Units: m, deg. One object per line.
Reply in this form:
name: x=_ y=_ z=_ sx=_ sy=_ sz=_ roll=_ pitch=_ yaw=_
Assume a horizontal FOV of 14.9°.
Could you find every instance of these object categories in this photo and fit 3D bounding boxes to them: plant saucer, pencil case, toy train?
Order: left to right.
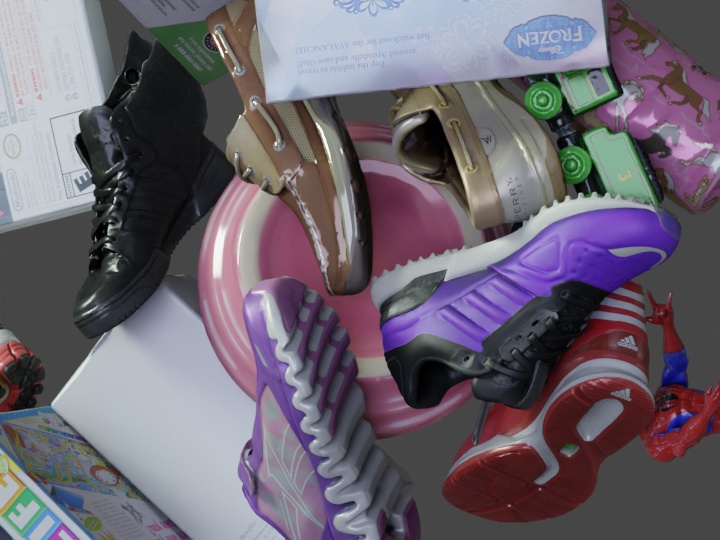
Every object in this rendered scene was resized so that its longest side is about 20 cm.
plant saucer: x=0.000 y=0.000 z=1.671 sx=0.199 sy=0.051 sz=0.202 roll=1 pitch=71 yaw=-2
toy train: x=0.119 y=-0.114 z=1.602 sx=0.056 sy=0.042 sz=0.201 roll=-24 pitch=88 yaw=10
pencil case: x=0.155 y=-0.118 z=1.653 sx=0.200 sy=0.083 sz=0.087 roll=40 pitch=105 yaw=12

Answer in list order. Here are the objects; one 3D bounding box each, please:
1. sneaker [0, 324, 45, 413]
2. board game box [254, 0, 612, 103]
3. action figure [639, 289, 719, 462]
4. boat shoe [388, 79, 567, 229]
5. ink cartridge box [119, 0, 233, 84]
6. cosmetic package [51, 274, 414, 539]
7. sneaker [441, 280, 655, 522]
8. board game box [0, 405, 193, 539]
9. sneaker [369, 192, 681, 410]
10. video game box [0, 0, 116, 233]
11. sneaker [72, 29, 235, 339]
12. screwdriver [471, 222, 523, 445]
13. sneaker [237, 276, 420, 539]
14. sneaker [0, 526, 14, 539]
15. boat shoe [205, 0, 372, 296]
sneaker: x=-0.288 y=0.111 z=1.784 sx=0.082 sy=0.078 sz=0.200 roll=43 pitch=98 yaw=26
board game box: x=0.034 y=-0.205 z=1.557 sx=0.199 sy=0.043 sz=0.200 roll=-5 pitch=99 yaw=8
action figure: x=0.233 y=0.069 z=1.627 sx=0.199 sy=0.065 sz=0.099 roll=-1 pitch=135 yaw=16
boat shoe: x=0.050 y=-0.085 z=1.633 sx=0.069 sy=0.200 sz=0.074 roll=-23 pitch=123 yaw=-13
ink cartridge box: x=-0.056 y=-0.222 z=1.668 sx=0.199 sy=0.145 sz=0.084 roll=-29 pitch=53 yaw=13
cosmetic package: x=-0.080 y=0.106 z=1.718 sx=0.200 sy=0.081 sz=0.113 roll=44 pitch=100 yaw=12
sneaker: x=0.120 y=0.069 z=1.657 sx=0.078 sy=0.200 sz=0.116 roll=25 pitch=54 yaw=-20
board game box: x=-0.164 y=0.141 z=1.677 sx=0.134 sy=0.200 sz=0.034 roll=43 pitch=100 yaw=11
sneaker: x=0.099 y=0.028 z=1.565 sx=0.199 sy=0.069 sz=0.100 roll=-21 pitch=61 yaw=31
video game box: x=-0.249 y=-0.121 z=1.778 sx=0.181 sy=0.047 sz=0.201 roll=-13 pitch=87 yaw=12
sneaker: x=-0.146 y=-0.057 z=1.701 sx=0.060 sy=0.200 sz=0.104 roll=-21 pitch=116 yaw=47
screwdriver: x=0.090 y=0.025 z=1.643 sx=0.028 sy=0.029 sz=0.201 roll=19 pitch=58 yaw=-1
sneaker: x=-0.037 y=0.100 z=1.607 sx=0.088 sy=0.081 sz=0.201 roll=-10 pitch=113 yaw=24
sneaker: x=-0.229 y=0.156 z=1.724 sx=0.200 sy=0.078 sz=0.079 roll=41 pitch=93 yaw=-24
boat shoe: x=-0.042 y=-0.075 z=1.635 sx=0.071 sy=0.076 sz=0.201 roll=-17 pitch=72 yaw=5
